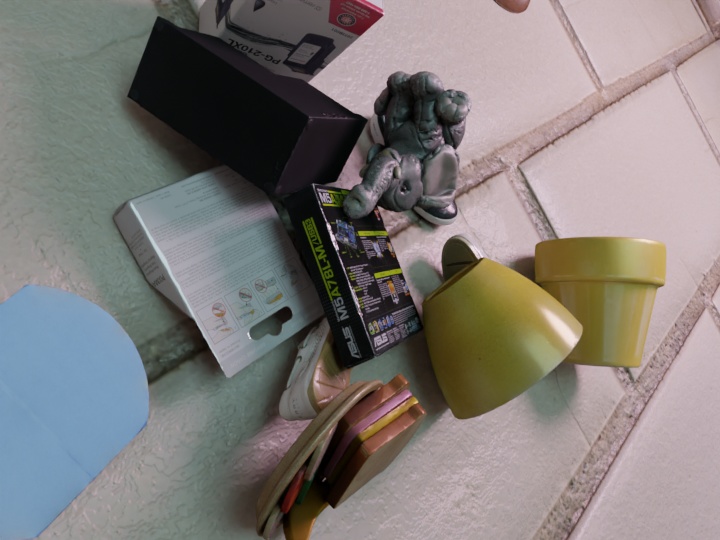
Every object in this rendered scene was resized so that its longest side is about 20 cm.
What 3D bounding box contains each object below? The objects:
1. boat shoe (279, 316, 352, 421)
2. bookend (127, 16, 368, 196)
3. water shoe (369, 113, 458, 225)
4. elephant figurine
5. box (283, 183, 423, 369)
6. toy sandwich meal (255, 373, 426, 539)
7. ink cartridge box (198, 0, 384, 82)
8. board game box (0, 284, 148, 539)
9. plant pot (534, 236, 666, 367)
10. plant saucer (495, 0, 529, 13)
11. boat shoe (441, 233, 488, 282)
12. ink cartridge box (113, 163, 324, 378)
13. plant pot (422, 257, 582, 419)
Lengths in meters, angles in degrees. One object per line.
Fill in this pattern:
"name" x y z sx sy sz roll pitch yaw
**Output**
"boat shoe" -0.042 0.094 0.720 0.072 0.068 0.200 61 26 -15
"bookend" -0.119 -0.186 0.734 0.198 0.093 0.199 34 20 8
"water shoe" 0.090 -0.155 0.921 0.201 0.078 0.072 53 49 -10
"elephant figurine" 0.055 -0.129 0.793 0.153 0.141 0.203 20 80 -18
"box" 0.000 0.000 0.754 0.196 0.047 0.200 67 20 4
"toy sandwich meal" -0.019 0.192 0.625 0.070 0.207 0.205 37 46 16
"ink cartridge box" -0.087 -0.308 0.755 0.143 0.199 0.086 11 68 -36
"board game box" -0.280 0.118 0.534 0.159 0.039 0.200 51 56 -13
"plant pot" 0.378 0.053 1.016 0.198 0.199 0.193 5 85 -38
"plant saucer" 0.298 -0.634 1.317 0.198 0.036 0.204 17 62 -34
"boat shoe" 0.184 0.027 0.937 0.068 0.074 0.202 -46 114 -42
"ink cartridge box" -0.145 -0.007 0.690 0.162 0.057 0.203 -31 98 -43
"plant pot" 0.159 0.070 0.818 0.143 0.199 0.199 53 48 0
